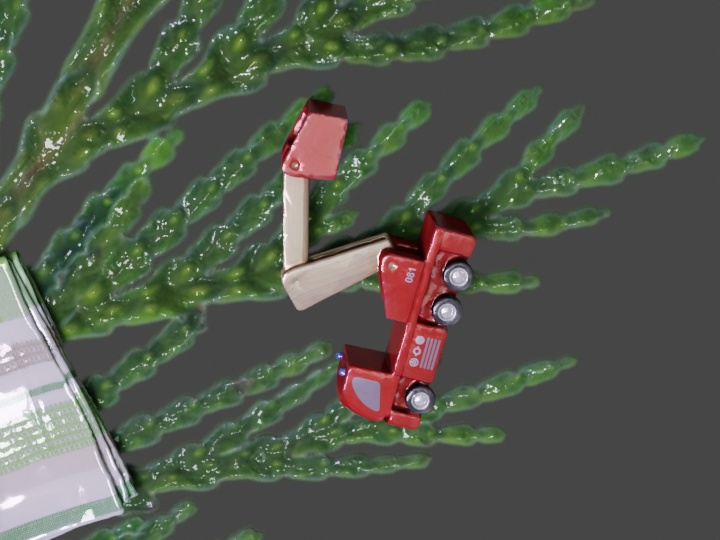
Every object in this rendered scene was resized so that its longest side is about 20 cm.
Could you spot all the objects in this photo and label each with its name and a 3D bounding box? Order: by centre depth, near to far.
[{"bbox_3d":[0.000,0.000,0.837,0.140,0.049,0.201,14,106,-9],"label":"toy fire truck"},{"bbox_3d":[-0.258,0.102,0.854,0.149,0.031,0.201,-22,107,1],"label":"towel"}]
